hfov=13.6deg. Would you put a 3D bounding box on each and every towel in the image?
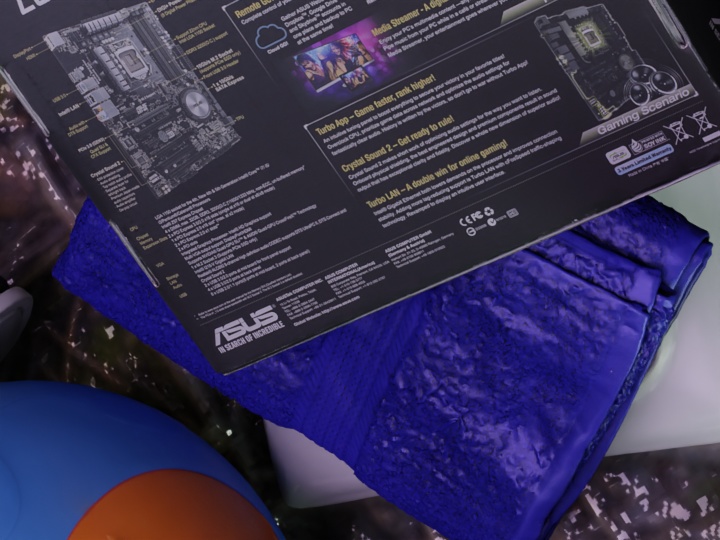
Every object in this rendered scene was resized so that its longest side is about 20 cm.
[{"bbox_3d":[0.000,0.000,0.991,0.200,0.050,0.148,32,120,11],"label":"towel"}]

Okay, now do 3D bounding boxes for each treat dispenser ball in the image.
[{"bbox_3d":[-0.115,0.139,1.039,0.200,0.201,0.202,7,105,26],"label":"treat dispenser ball"}]

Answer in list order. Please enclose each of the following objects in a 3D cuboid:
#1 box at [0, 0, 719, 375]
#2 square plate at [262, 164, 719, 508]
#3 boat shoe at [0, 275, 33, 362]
[{"bbox_3d":[-0.003,-0.072,0.892,0.199,0.044,0.160,-24,112,29],"label":"box"},{"bbox_3d":[0.029,-0.025,1.026,0.197,0.028,0.201,-11,97,30],"label":"square plate"},{"bbox_3d":[-0.195,0.052,1.126,0.060,0.076,0.200,50,124,6],"label":"boat shoe"}]
